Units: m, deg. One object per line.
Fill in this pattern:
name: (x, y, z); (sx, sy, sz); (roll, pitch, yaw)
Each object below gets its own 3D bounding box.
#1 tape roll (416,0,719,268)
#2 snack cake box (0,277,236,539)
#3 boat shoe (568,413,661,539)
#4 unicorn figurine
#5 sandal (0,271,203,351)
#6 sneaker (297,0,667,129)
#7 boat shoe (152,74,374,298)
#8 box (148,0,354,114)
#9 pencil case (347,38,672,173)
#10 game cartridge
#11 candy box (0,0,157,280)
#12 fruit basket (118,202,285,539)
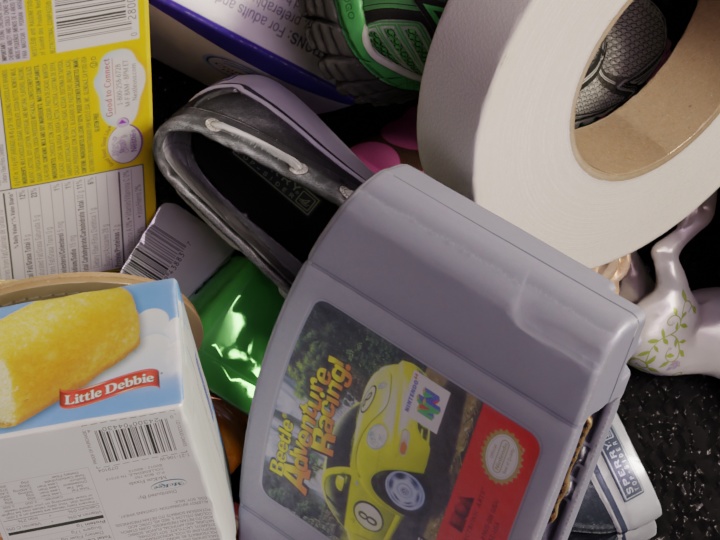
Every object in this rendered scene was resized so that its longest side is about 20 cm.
tape roll: (0.110, -0.089, 0.793); (0.203, 0.203, 0.037); (-31, 52, -22)
snack cake box: (-0.154, 0.080, 0.771); (0.200, 0.115, 0.067); (-10, 46, 1)
boat shoe: (0.076, 0.100, 0.889); (0.091, 0.200, 0.071); (-24, 79, 2)
unicorn figurine: (0.189, 0.025, 0.996); (0.200, 0.074, 0.138); (7, 88, -7)
sandal: (-0.171, 0.031, 0.829); (0.212, 0.070, 0.078); (-22, 130, 5)
sneaker: (0.070, -0.099, 0.830); (0.200, 0.085, 0.078); (-4, 81, -50)
boat shoe: (0.001, -0.002, 0.821); (0.199, 0.074, 0.068); (44, 30, 1)
box: (-0.057, -0.193, 0.871); (0.184, 0.105, 0.200); (26, 79, -19)
pencil case: (0.060, -0.056, 0.932); (0.200, 0.094, 0.091); (-41, 91, -22)
game cartridge: (0.020, 0.068, 0.767); (0.041, 0.133, 0.200); (-23, 137, -47)
candy box: (-0.134, -0.070, 0.811); (0.102, 0.200, 0.026); (-9, 46, -13)
fruit basket: (-0.062, 0.100, 0.882); (0.185, 0.094, 0.200); (32, 89, -15)
